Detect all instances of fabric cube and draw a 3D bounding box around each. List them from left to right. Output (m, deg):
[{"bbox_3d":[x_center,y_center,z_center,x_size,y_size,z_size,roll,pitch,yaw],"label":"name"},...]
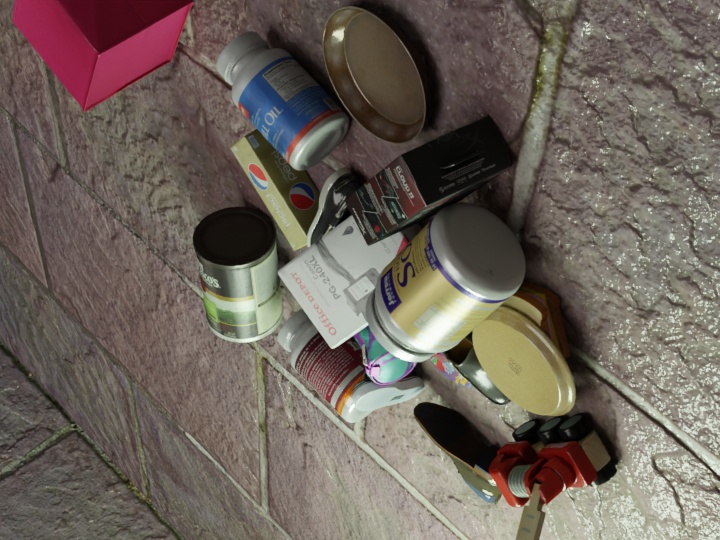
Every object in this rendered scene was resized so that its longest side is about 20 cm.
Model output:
[{"bbox_3d":[-0.421,-0.421,2.003,0.200,0.200,0.196,50,151,5],"label":"fabric cube"}]

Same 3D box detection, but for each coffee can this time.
[{"bbox_3d":[-0.215,0.009,2.194,0.146,0.146,0.201,36,147,31],"label":"coffee can"}]

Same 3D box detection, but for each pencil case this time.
[{"bbox_3d":[0.013,0.075,1.917,0.201,0.092,0.085,60,143,33],"label":"pencil case"}]

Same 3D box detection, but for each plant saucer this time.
[{"bbox_3d":[0.027,-0.266,1.649,0.200,0.034,0.201,38,147,31],"label":"plant saucer"}]

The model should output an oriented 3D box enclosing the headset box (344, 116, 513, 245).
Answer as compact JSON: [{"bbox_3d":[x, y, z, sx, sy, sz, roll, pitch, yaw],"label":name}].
[{"bbox_3d":[0.090,-0.116,1.582,0.075,0.148,0.200,62,151,3],"label":"headset box"}]

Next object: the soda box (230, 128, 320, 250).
[{"bbox_3d":[-0.124,-0.137,1.986,0.201,0.064,0.068,59,151,-5],"label":"soda box"}]

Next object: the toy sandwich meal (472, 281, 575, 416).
[{"bbox_3d":[0.233,0.108,1.697,0.205,0.070,0.206,39,151,26],"label":"toy sandwich meal"}]

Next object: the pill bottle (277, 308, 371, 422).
[{"bbox_3d":[-0.048,0.158,2.129,0.200,0.113,0.113,43,149,22],"label":"pill bottle"}]

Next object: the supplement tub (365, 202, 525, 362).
[{"bbox_3d":[0.109,0.020,1.642,0.146,0.145,0.200,51,131,8],"label":"supplement tub"}]

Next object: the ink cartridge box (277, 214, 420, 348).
[{"bbox_3d":[0.000,0.000,1.808,0.200,0.083,0.146,-36,90,21],"label":"ink cartridge box"}]

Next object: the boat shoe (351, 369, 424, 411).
[{"bbox_3d":[0.037,0.176,1.972,0.070,0.200,0.066,-42,70,26],"label":"boat shoe"}]

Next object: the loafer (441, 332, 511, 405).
[{"bbox_3d":[0.153,0.124,1.797,0.073,0.072,0.200,-39,95,30],"label":"loafer"}]

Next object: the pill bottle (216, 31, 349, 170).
[{"bbox_3d":[-0.119,-0.253,1.804,0.200,0.112,0.112,47,151,15],"label":"pill bottle"}]

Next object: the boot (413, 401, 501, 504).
[{"bbox_3d":[0.160,0.301,2.001,0.200,0.075,0.097,37,144,27],"label":"boot"}]

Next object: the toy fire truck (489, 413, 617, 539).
[{"bbox_3d":[0.247,0.316,1.748,0.129,0.200,0.176,59,151,-6],"label":"toy fire truck"}]

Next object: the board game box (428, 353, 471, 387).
[{"bbox_3d":[0.121,0.108,1.891,0.158,0.039,0.200,48,151,13],"label":"board game box"}]

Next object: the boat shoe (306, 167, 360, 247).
[{"bbox_3d":[-0.031,-0.072,1.909,0.060,0.074,0.201,47,143,24],"label":"boat shoe"}]
